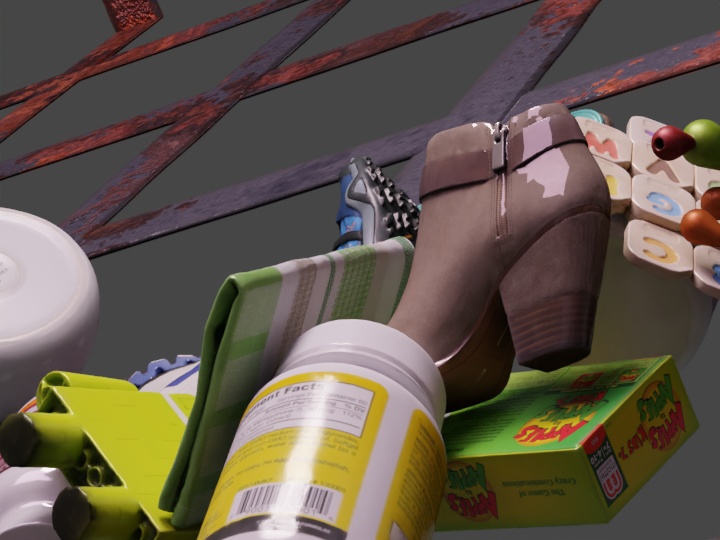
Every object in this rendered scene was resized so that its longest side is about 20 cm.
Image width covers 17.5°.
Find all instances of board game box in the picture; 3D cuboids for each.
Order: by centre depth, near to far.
[{"bbox_3d":[0.078,0.100,1.312,0.199,0.048,0.101,-9,22,44],"label":"board game box"}]

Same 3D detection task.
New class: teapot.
[{"bbox_3d":[-0.301,0.058,1.853,0.198,0.147,0.198,-3,41,-15],"label":"teapot"}]

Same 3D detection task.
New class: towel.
[{"bbox_3d":[-0.040,0.057,1.322,0.031,0.150,0.200,22,16,26],"label":"towel"}]

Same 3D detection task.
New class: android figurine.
[{"bbox_3d":[-0.109,0.121,1.333,0.199,0.182,0.041,8,-58,-52],"label":"android figurine"}]

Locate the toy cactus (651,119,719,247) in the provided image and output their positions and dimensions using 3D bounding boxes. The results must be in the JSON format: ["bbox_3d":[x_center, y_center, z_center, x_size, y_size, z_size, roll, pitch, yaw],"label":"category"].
[{"bbox_3d":[0.269,-0.033,1.303,0.199,0.103,0.165,26,17,27],"label":"toy cactus"}]

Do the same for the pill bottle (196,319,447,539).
[{"bbox_3d":[-0.017,0.120,1.194,0.114,0.115,0.200,-17,28,23],"label":"pill bottle"}]

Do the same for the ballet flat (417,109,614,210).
[{"bbox_3d":[0.093,-0.038,1.557,0.199,0.068,0.068,-28,39,20],"label":"ballet flat"}]

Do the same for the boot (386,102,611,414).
[{"bbox_3d":[0.053,-0.004,1.308,0.199,0.147,0.070,-18,-24,27],"label":"boot"}]

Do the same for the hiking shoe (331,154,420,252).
[{"bbox_3d":[0.000,0.000,1.486,0.086,0.074,0.201,-36,32,16],"label":"hiking shoe"}]

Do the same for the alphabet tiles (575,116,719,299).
[{"bbox_3d":[0.211,-0.033,1.360,0.199,0.015,0.196,21,28,-3],"label":"alphabet tiles"}]

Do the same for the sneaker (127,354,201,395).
[{"bbox_3d":[-0.079,0.088,1.554,0.198,0.081,0.115,-27,18,15],"label":"sneaker"}]

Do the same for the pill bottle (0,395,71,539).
[{"bbox_3d":[-0.175,0.150,1.397,0.112,0.114,0.200,-21,15,8],"label":"pill bottle"}]

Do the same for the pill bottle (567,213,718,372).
[{"bbox_3d":[0.172,-0.014,1.433,0.112,0.113,0.200,-17,17,23],"label":"pill bottle"}]
